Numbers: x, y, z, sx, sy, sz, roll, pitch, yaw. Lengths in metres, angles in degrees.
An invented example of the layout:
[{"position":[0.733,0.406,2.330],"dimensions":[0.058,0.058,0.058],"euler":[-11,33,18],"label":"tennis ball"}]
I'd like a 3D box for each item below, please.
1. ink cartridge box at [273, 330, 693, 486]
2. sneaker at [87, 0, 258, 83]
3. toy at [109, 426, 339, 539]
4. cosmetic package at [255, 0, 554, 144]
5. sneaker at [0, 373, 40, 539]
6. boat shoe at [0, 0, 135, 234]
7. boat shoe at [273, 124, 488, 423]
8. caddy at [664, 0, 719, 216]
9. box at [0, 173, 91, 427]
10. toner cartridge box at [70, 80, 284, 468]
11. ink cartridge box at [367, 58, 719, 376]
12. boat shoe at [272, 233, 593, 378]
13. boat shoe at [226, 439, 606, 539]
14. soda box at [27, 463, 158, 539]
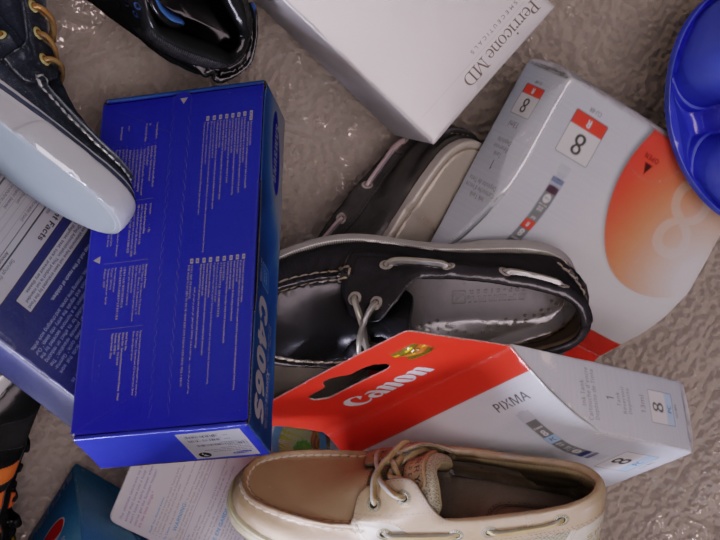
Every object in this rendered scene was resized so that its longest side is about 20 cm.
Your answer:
[{"position":[0.055,0.090,1.004],"dimensions":[0.199,0.160,0.048],"euler":[12,62,-37],"label":"ink cartridge box"},{"position":[-0.130,-0.176,0.967],"dimensions":[0.200,0.112,0.073],"euler":[36,88,-17],"label":"sneaker"},{"position":[-0.048,0.131,1.068],"dimensions":[0.199,0.047,0.116],"euler":[29,68,-24],"label":"toy"},{"position":[-0.006,-0.174,1.009],"dimensions":[0.200,0.085,0.108],"euler":[41,87,-15],"label":"cosmetic package"},{"position":[-0.215,0.123,1.031],"dimensions":[0.090,0.070,0.200],"euler":[38,95,-21],"label":"sneaker"},{"position":[-0.178,-0.110,0.959],"dimensions":[0.200,0.071,0.091],"euler":[38,68,5],"label":"boat shoe"},{"position":[0.000,0.000,1.052],"dimensions":[0.200,0.057,0.067],"euler":[-50,125,-4],"label":"boat shoe"},{"position":[0.265,-0.103,1.062],"dimensions":[0.199,0.105,0.142],"euler":[-16,96,-30],"label":"caddy"},{"position":[-0.170,0.000,0.992],"dimensions":[0.200,0.032,0.121],"euler":[39,50,-11],"label":"box"},{"position":[-0.092,0.000,0.964],"dimensions":[0.094,0.043,0.201],"euler":[-5,61,12],"label":"toner cartridge box"},{"position":[0.114,0.002,1.057],"dimensions":[0.162,0.050,0.201],"euler":[26,91,-37],"label":"ink cartridge box"},{"position":[0.025,0.024,0.985],"dimensions":[0.199,0.060,0.074],"euler":[-1,111,-7],"label":"boat shoe"},{"position":[0.029,0.117,0.970],"dimensions":[0.199,0.072,0.065],"euler":[7,135,4],"label":"boat shoe"},{"position":[-0.136,0.173,0.983],"dimensions":[0.068,0.200,0.064],"euler":[32,95,-15],"label":"soda box"}]
